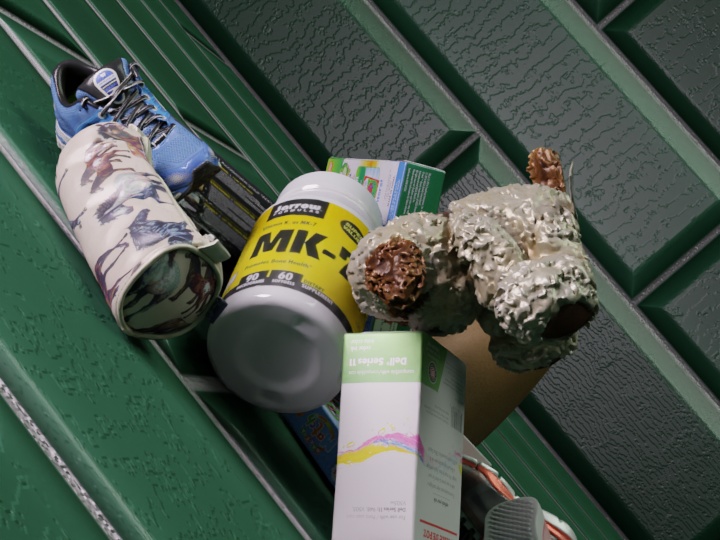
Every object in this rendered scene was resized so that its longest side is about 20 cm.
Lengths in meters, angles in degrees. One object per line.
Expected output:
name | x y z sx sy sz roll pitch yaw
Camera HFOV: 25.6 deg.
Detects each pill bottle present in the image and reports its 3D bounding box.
pill bottle | -0.045 0.011 1.272 0.114 0.114 0.200 47 30 -19

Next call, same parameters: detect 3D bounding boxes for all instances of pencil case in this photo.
pencil case | -0.160 -0.034 1.141 0.200 0.089 0.078 54 -8 48

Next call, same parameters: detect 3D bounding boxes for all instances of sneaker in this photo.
sneaker | 0.115 0.245 1.527 0.199 0.082 0.077 29 -38 4
sneaker | 0.140 0.289 1.411 0.200 0.075 0.105 -52 128 -68
sneaker | -0.191 -0.115 1.274 0.200 0.078 0.089 28 -35 38

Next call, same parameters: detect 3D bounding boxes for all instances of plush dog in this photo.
plush dog | 0.074 -0.006 1.175 0.200 0.171 0.161 86 -3 -78

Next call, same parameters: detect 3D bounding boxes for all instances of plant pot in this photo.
plant pot | 0.126 0.103 1.829 0.187 0.200 0.186 55 7 -10

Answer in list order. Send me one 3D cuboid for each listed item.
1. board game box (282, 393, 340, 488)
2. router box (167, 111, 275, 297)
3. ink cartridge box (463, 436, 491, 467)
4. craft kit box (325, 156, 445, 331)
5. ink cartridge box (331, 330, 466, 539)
board game box | 0.000 0.164 1.352 0.200 0.037 0.151 51 5 32
router box | -0.123 -0.036 1.398 0.200 0.051 0.149 41 22 -18
ink cartridge box | 0.062 0.153 1.618 0.200 0.045 0.176 47 -15 -24
craft kit box | 0.000 0.000 1.436 0.048 0.201 0.197 12 1 -24
ink cartridge box | 0.029 0.156 1.183 0.117 0.067 0.201 39 52 -64
